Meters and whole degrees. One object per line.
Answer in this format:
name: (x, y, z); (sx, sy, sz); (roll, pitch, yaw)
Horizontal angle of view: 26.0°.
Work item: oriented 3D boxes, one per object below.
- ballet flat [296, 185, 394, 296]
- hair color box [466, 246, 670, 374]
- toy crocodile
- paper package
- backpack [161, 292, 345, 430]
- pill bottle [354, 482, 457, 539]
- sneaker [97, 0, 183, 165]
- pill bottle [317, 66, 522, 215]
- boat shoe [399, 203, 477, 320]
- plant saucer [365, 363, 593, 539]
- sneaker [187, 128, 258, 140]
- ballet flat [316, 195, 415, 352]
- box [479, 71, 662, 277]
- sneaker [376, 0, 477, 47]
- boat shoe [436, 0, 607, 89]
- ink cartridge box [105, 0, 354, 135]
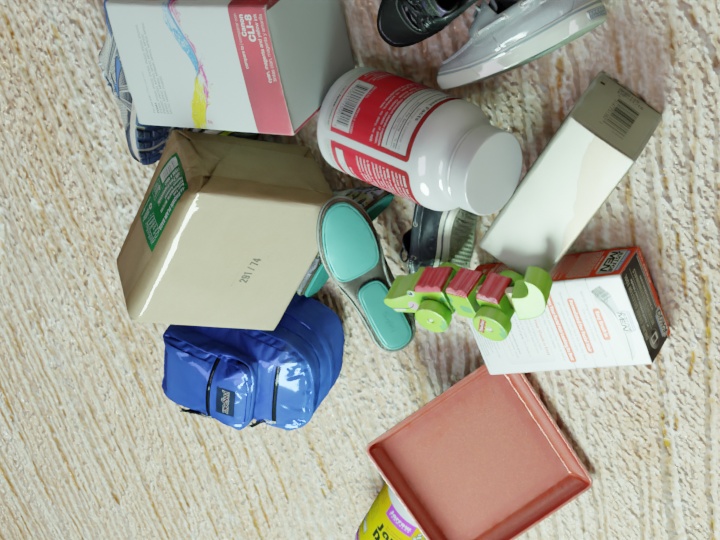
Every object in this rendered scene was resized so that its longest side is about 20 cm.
ballet flat: (-0.036, -0.048, 1.748); (0.072, 0.072, 0.200); (40, 134, 0)
hair color box: (0.214, 0.045, 1.658); (0.199, 0.064, 0.111); (-6, 118, 37)
toy crocodile: (0.108, 0.023, 1.593); (0.199, 0.068, 0.062); (6, 141, 40)
paper package: (-0.148, -0.038, 1.700); (0.201, 0.190, 0.104); (-58, 42, 35)
backpack: (-0.128, 0.106, 1.855); (0.199, 0.168, 0.163); (20, 138, 13)
pill bottle: (0.069, 0.295, 1.913); (0.104, 0.104, 0.201); (33, 135, 7)
sneaker: (-0.249, -0.220, 1.744); (0.085, 0.077, 0.202); (16, 113, 41)
pill bottle: (0.060, -0.126, 1.556); (0.199, 0.112, 0.113); (26, 136, 39)
boat shoe: (0.080, -0.024, 1.684); (0.062, 0.075, 0.201); (35, 143, 22)
plant saucer: (0.135, 0.220, 1.796); (0.199, 0.037, 0.201); (-34, 105, 2)
sneaker: (-0.139, -0.143, 1.747); (0.081, 0.074, 0.199); (44, 141, -19)
ballet flat: (0.000, 0.000, 1.692); (0.067, 0.064, 0.201); (-26, 116, -1)
box: (0.205, -0.087, 1.542); (0.078, 0.095, 0.200); (35, 136, 3)
sneaker: (0.071, -0.268, 1.492); (0.076, 0.088, 0.200); (48, 135, -9)
boat shoe: (0.146, -0.233, 1.496); (0.200, 0.070, 0.072); (-22, 90, 43)
ink cartridge box: (-0.132, -0.239, 1.605); (0.199, 0.145, 0.145); (6, 126, 29)
